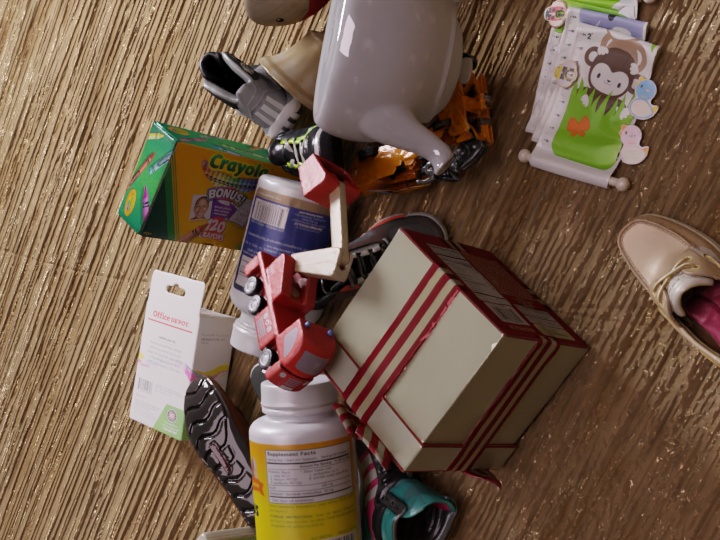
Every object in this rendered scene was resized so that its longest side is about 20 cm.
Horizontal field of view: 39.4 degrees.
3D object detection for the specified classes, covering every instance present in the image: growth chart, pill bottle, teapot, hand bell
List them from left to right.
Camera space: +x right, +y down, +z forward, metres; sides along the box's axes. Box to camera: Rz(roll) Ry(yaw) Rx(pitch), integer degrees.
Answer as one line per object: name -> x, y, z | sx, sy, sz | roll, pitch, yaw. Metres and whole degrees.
pill bottle -> -0.087, -0.002, 1.164 | 0.111, 0.111, 0.201 | 21, 99, 41
pill bottle -> -0.056, 0.211, 1.024 | 0.109, 0.109, 0.201 | -2, 92, 41
hand bell -> -0.017, -0.287, 1.165 | 0.200, 0.104, 0.104 | -49, 56, 12
teapot -> 0.039, -0.216, 0.986 | 0.197, 0.145, 0.201 | -110, 30, -72
growth chart -> 0.224, -0.182, 0.974 | 0.144, 0.018, 0.201 | 12, 94, 41

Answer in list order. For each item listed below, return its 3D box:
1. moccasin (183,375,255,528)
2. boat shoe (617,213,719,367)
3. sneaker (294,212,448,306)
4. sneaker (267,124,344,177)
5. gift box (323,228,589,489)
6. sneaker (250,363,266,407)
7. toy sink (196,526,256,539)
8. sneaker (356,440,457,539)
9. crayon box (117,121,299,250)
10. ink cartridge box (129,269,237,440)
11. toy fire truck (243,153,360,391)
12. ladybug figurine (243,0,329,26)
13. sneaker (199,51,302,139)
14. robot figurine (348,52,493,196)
moccasin -> -0.145, 0.214, 1.211 | 0.074, 0.078, 0.202 | -46, 69, 13
boat shoe -> 0.290, 0.019, 0.858 | 0.200, 0.069, 0.074 | 49, 116, 33
sneaker -> 0.000, 0.000, 1.064 | 0.199, 0.082, 0.077 | -22, 98, 7
sneaker -> -0.061, -0.122, 1.112 | 0.082, 0.200, 0.072 | -6, 96, -3
gift box -> 0.082, 0.096, 0.958 | 0.187, 0.184, 0.200 | -55, 48, 20
sneaker -> -0.089, 0.166, 1.155 | 0.200, 0.099, 0.071 | 40, 113, 38
toy sink -> -0.112, 0.398, 1.129 | 0.112, 0.130, 0.200 | -51, 55, 24
sneaker -> 0.042, 0.213, 1.031 | 0.121, 0.083, 0.201 | -2, 92, 56
crayon box -> -0.174, -0.094, 1.190 | 0.058, 0.199, 0.119 | 38, 110, 38
ink cartridge box -> -0.227, 0.107, 1.303 | 0.117, 0.067, 0.201 | 13, 95, 41
toy fire truck -> -0.050, 0.001, 0.977 | 0.141, 0.049, 0.201 | -41, 46, 28
ladybug figurine -> -0.061, -0.353, 1.157 | 0.072, 0.200, 0.136 | 26, 146, 12
sneaker -> -0.148, -0.232, 1.209 | 0.075, 0.115, 0.200 | -55, 32, 5
robot figurine -> 0.063, -0.153, 1.084 | 0.199, 0.058, 0.146 | -15, 76, 40
